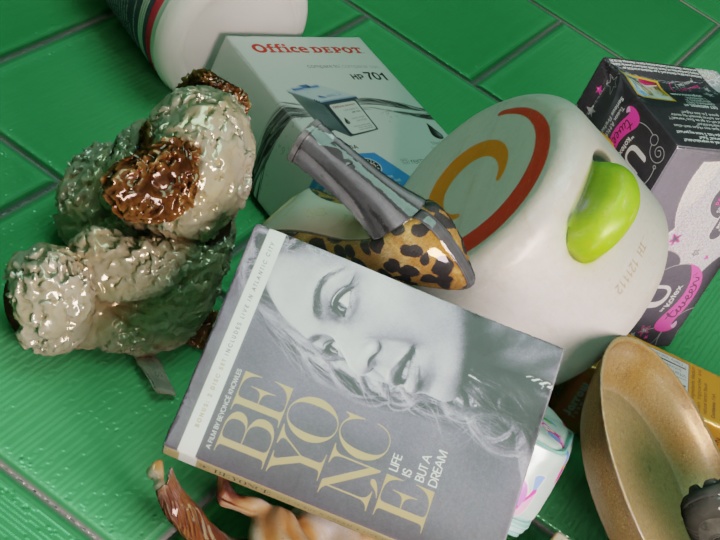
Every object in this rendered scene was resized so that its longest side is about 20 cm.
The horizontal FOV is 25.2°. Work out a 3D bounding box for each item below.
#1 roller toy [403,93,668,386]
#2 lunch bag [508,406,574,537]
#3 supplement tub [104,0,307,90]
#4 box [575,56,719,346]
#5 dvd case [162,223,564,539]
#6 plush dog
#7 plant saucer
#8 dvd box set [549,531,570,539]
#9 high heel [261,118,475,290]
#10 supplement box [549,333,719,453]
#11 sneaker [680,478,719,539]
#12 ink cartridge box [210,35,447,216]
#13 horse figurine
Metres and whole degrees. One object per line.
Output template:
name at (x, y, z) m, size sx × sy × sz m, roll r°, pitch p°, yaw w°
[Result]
roller toy at (0.116, -0.016, 1.127) m, size 0.140 × 0.182 × 0.201 m, roll 43°, pitch 13°, yaw -28°
lunch bag at (0.035, 0.086, 1.014) m, size 0.199 × 0.078 × 0.160 m, roll 30°, pitch 7°, yaw 7°
supplement tub at (-0.145, -0.249, 1.333) m, size 0.139 × 0.141 × 0.201 m, roll -5°, pitch 45°, yaw -39°
box at (0.217, -0.047, 1.255) m, size 0.131 × 0.201 × 0.115 m, roll 1°, pitch 42°, yaw -34°
dvd case at (0.005, 0.073, 0.921) m, size 0.198 × 0.016 × 0.150 m, roll 22°, pitch 64°, yaw 0°
plush dog at (-0.122, -0.037, 1.030) m, size 0.159 × 0.173 × 0.201 m, roll 23°, pitch 32°, yaw -5°
plant saucer at (0.194, 0.143, 1.053) m, size 0.200 × 0.035 × 0.202 m, roll 41°, pitch 36°, yaw -38°
dvd box set at (0.133, 0.252, 0.943) m, size 0.146 × 0.030 × 0.200 m, roll 35°, pitch 33°, yaw 11°
high heel at (0.000, 0.000, 1.072) m, size 0.142 × 0.200 × 0.071 m, roll 40°, pitch 63°, yaw 10°
supplement box at (0.238, 0.112, 1.177) m, size 0.198 × 0.067 × 0.069 m, roll 26°, pitch 35°, yaw -1°
sneaker at (0.266, 0.209, 1.013) m, size 0.200 × 0.066 × 0.091 m, roll 46°, pitch 34°, yaw -32°
ink cartridge box at (-0.016, -0.094, 1.263) m, size 0.145 × 0.086 × 0.200 m, roll -7°, pitch 47°, yaw -40°
horse figurine at (-0.041, 0.143, 0.949) m, size 0.199 × 0.050 × 0.133 m, roll -10°, pitch 54°, yaw -52°
